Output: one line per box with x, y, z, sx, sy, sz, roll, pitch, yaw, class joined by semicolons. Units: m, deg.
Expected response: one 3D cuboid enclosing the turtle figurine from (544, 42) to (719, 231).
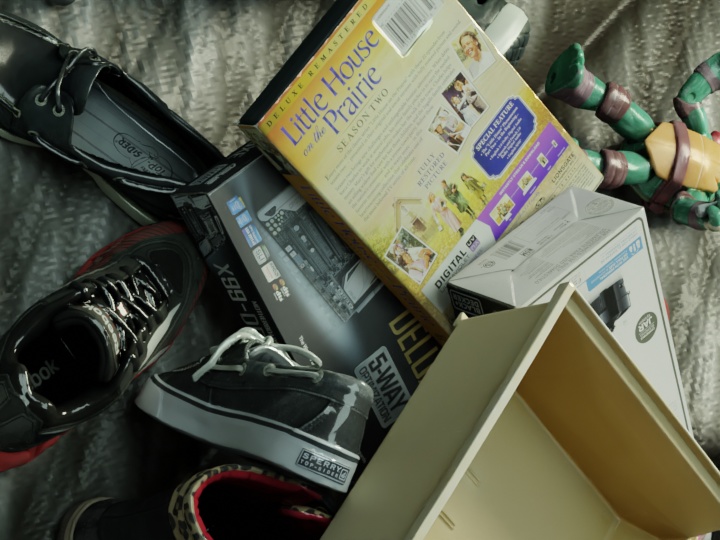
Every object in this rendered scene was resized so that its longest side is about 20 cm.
0.220;-0.081;1.433;0.198;0.101;0.151;13;52;-21;turtle figurine

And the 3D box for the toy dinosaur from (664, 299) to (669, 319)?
0.118;-0.014;1.316;0.181;0.200;0.105;31;78;9;toy dinosaur

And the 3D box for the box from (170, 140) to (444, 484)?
0.000;0.000;1.238;0.157;0.050;0.201;-36;109;-27;box

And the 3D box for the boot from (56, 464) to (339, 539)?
-0.052;0.169;1.137;0.199;0.150;0.074;32;59;-21;boot

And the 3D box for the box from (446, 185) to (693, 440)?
0.131;0.066;1.243;0.116;0.060;0.201;-35;126;-30;box

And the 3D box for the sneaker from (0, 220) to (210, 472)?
-0.143;0.033;1.157;0.071;0.098;0.200;52;53;-5;sneaker

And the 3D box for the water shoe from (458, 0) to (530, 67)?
0.029;-0.114;1.351;0.079;0.072;0.200;35;55;13;water shoe

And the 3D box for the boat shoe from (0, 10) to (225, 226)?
-0.158;-0.095;1.208;0.199;0.066;0.075;41;56;-15;boat shoe

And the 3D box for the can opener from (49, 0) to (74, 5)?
-0.124;-0.232;1.285;0.067;0.053;0.201;40;58;-15;can opener

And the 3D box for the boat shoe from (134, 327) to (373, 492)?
-0.058;0.067;1.135;0.073;0.199;0.069;26;82;-26;boat shoe

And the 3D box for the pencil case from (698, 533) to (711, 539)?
0.142;0.205;1.298;0.200;0.082;0.087;-44;144;-35;pencil case

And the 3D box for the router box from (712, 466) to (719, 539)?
0.291;0.177;1.386;0.157;0.052;0.201;40;53;-46;router box

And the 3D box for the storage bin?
0.091;0.152;1.100;0.199;0.093;0.201;49;55;-22;storage bin

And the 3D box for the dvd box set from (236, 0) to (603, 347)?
0.039;-0.069;1.210;0.200;0.029;0.147;46;71;-26;dvd box set
